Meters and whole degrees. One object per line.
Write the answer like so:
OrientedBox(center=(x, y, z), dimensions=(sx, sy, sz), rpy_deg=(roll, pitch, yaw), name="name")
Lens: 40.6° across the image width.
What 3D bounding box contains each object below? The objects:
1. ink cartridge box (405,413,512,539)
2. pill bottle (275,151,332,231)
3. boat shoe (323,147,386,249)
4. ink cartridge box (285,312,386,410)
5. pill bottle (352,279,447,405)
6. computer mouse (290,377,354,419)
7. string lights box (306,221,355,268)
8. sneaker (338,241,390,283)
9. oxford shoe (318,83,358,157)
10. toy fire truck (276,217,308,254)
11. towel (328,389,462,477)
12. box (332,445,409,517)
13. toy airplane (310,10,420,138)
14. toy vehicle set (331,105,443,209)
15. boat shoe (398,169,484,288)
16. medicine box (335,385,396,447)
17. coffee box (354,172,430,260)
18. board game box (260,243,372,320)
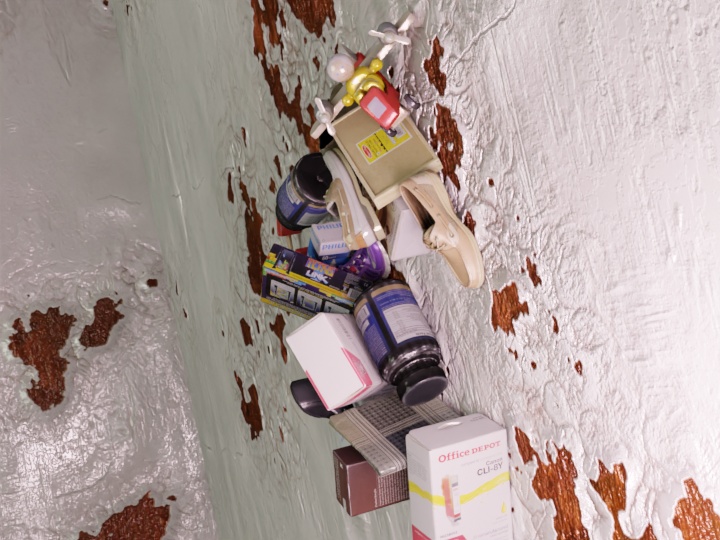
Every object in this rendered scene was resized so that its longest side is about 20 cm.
OrientedBox(center=(0.156, 0.344, 1.532), dimensions=(0.083, 0.144, 0.202), rpy_deg=(20, 119, 63), name="ink cartridge box")
OrientedBox(center=(-0.108, -0.152, 1.976), dimensions=(0.200, 0.111, 0.113), rpy_deg=(140, 117, -64), name="pill bottle")
OrientedBox(center=(-0.028, -0.122, 1.625), dimensions=(0.201, 0.068, 0.075), rpy_deg=(64, -179, 34), name="boat shoe")
OrientedBox(center=(-0.031, 0.155, 1.685), dimensions=(0.147, 0.083, 0.200), rpy_deg=(58, -169, 11), name="ink cartridge box")
OrientedBox(center=(0.070, 0.124, 1.661), dimensions=(0.112, 0.111, 0.201), rpy_deg=(109, 143, -49), name="pill bottle")
OrientedBox(center=(-0.061, 0.206, 1.734), dimensions=(0.046, 0.200, 0.141), rpy_deg=(-38, 53, 16), name="computer mouse")
OrientedBox(center=(-0.054, -0.006, 1.922), dimensions=(0.201, 0.102, 0.059), rpy_deg=(102, 151, -43), name="string lights box")
OrientedBox(center=(0.000, 0.000, 1.826), dimensions=(0.200, 0.083, 0.081), rpy_deg=(113, 140, -51), name="sneaker")
OrientedBox(center=(-0.040, -0.273, 1.751), dimensions=(0.070, 0.075, 0.201), rpy_deg=(-27, 47, 29), name="oxford shoe")
OrientedBox(center=(-0.136, -0.014, 2.182), dimensions=(0.141, 0.048, 0.202), rpy_deg=(-151, 53, -62), name="toy fire truck")
OrientedBox(center=(0.069, 0.267, 1.641), dimensions=(0.200, 0.191, 0.035), rpy_deg=(36, 140, 56), name="towel")
OrientedBox(center=(0.057, 0.346, 1.694), dimensions=(0.075, 0.199, 0.101), rpy_deg=(-149, 52, -61), name="box")
OrientedBox(center=(-0.001, -0.318, 1.585), dimensions=(0.198, 0.141, 0.201), rpy_deg=(-1, 72, 47), name="toy airplane")
OrientedBox(center=(0.038, -0.205, 1.603), dimensions=(0.201, 0.124, 0.027), rpy_deg=(60, -177, 38), name="toy vehicle set")
OrientedBox(center=(0.123, -0.056, 1.510), dimensions=(0.201, 0.064, 0.071), rpy_deg=(62, 152, 8), name="boat shoe")
OrientedBox(center=(0.026, 0.283, 1.865), dimensions=(0.183, 0.102, 0.201), rpy_deg=(113, 141, -52), name="medicine box")
OrientedBox(center=(0.053, -0.130, 1.649), dimensions=(0.114, 0.079, 0.201), rpy_deg=(101, 149, -44), name="coffee box")
OrientedBox(center=(-0.086, 0.040, 1.829), dimensions=(0.166, 0.199, 0.057), rpy_deg=(108, -176, -66), name="board game box")
